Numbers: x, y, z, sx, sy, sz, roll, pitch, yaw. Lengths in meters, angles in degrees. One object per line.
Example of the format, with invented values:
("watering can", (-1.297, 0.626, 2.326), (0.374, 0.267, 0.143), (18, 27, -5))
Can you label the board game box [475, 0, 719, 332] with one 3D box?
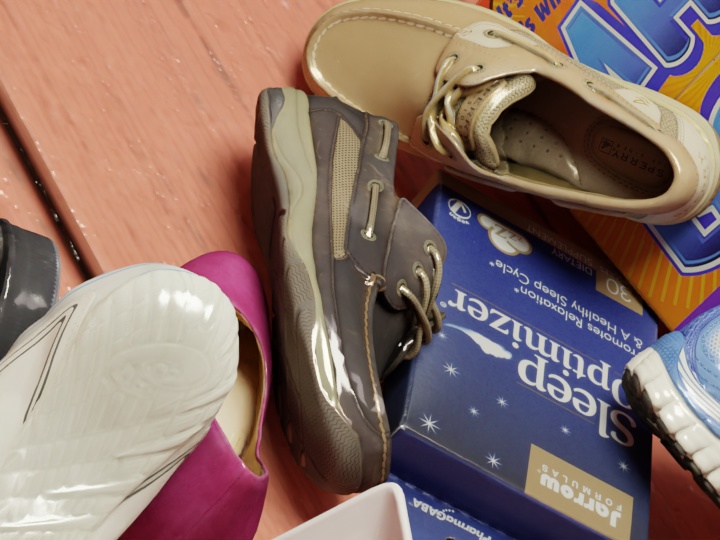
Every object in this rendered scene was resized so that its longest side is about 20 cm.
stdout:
("board game box", (0.203, -0.105, 1.151), (0.200, 0.200, 0.200), (51, 29, 14))

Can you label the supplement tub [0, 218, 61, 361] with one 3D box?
("supplement tub", (-0.203, -0.010, 0.819), (0.199, 0.107, 0.107), (21, 41, -23))

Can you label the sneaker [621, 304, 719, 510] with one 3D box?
("sneaker", (0.200, 0.092, 1.033), (0.200, 0.089, 0.079), (50, 0, -15))

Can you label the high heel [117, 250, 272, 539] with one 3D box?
("high heel", (-0.049, 0.039, 0.898), (0.067, 0.096, 0.200), (42, 34, -11))

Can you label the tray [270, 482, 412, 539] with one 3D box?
("tray", (-0.008, 0.176, 0.796), (0.022, 0.107, 0.201), (32, 37, -46))

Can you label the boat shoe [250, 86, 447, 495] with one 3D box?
("boat shoe", (0.000, 0.000, 0.988), (0.073, 0.075, 0.201), (-2, 49, -8))

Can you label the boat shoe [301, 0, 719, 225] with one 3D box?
("boat shoe", (0.059, -0.073, 1.075), (0.199, 0.072, 0.064), (19, 11, 20))

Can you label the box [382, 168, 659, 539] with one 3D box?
("box", (0.067, 0.054, 1.043), (0.121, 0.032, 0.200), (28, 40, -15))

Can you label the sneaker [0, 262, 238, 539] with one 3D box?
("sneaker", (-0.117, 0.077, 0.794), (0.200, 0.072, 0.072), (-43, 94, -15))
